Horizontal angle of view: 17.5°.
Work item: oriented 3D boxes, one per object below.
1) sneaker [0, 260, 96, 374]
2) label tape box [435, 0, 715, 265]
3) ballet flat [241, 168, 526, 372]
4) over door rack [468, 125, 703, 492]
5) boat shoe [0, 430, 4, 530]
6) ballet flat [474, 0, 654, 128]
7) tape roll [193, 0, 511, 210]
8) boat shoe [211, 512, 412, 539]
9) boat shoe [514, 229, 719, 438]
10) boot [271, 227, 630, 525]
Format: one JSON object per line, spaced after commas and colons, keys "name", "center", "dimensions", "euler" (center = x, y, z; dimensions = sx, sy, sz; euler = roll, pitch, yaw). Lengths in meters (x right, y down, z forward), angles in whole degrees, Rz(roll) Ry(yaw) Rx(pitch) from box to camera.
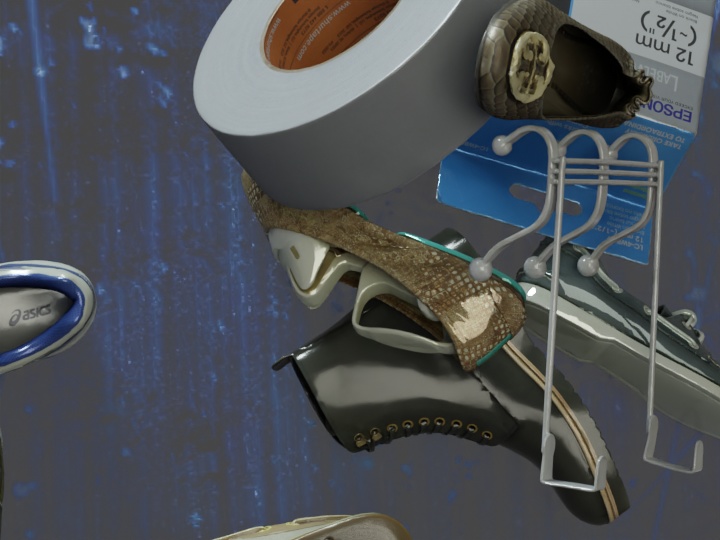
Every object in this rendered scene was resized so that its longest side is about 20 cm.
{"name": "sneaker", "center": [-0.245, 0.036, 1.322], "dimensions": [0.199, 0.088, 0.076], "euler": [-21, 91, -13]}
{"name": "label tape box", "center": [0.133, -0.121, 1.416], "dimensions": [0.143, 0.066, 0.201], "euler": [16, 64, -11]}
{"name": "ballet flat", "center": [0.000, 0.000, 1.357], "dimensions": [0.199, 0.071, 0.065], "euler": [25, 71, 26]}
{"name": "over door rack", "center": [0.125, 0.022, 1.316], "dimensions": [0.148, 0.066, 0.201], "euler": [-3, 85, -58]}
{"name": "boat shoe", "center": [-0.236, 0.171, 1.325], "dimensions": [0.068, 0.057, 0.201], "euler": [5, 83, -13]}
{"name": "ballet flat", "center": [0.115, -0.106, 1.281], "dimensions": [0.046, 0.200, 0.068], "euler": [20, 96, 25]}
{"name": "tape roll", "center": [0.003, -0.129, 1.337], "dimensions": [0.200, 0.200, 0.066], "euler": [-48, 123, -13]}
{"name": "boat shoe", "center": [-0.065, 0.188, 1.359], "dimensions": [0.199, 0.066, 0.074], "euler": [-11, 87, -1]}
{"name": "boat shoe", "center": [0.185, 0.043, 1.429], "dimensions": [0.199, 0.073, 0.062], "euler": [29, 69, -7]}
{"name": "boot", "center": [0.055, 0.095, 1.400], "dimensions": [0.138, 0.077, 0.200], "euler": [-34, 79, -10]}
